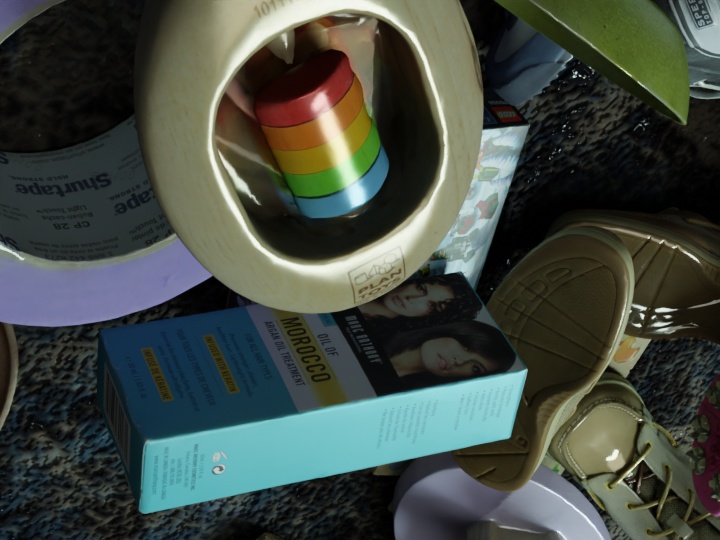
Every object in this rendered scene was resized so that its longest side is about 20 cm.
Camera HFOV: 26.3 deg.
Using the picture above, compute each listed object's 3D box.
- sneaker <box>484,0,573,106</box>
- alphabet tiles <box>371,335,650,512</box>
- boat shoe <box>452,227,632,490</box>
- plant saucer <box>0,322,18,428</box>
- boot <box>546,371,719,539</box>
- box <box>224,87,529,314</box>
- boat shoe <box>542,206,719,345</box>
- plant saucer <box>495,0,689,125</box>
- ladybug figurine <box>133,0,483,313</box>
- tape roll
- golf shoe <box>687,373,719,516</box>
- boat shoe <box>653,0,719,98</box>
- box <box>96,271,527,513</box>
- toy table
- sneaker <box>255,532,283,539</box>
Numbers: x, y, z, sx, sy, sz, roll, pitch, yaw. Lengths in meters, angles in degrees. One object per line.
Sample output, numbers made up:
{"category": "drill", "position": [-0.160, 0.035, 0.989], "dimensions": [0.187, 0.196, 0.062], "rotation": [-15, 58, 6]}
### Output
{"category": "sneaker", "position": [0.092, -0.171, 0.720], "dimensions": [0.082, 0.070, 0.201], "rotation": [21, 123, -12]}
{"category": "alphabet tiles", "position": [0.100, 0.082, 0.988], "dimensions": [0.165, 0.006, 0.201], "rotation": [7, 124, -37]}
{"category": "boat shoe", "position": [0.105, 0.041, 0.872], "dimensions": [0.065, 0.071, 0.201], "rotation": [-47, 166, -43]}
{"category": "plant saucer", "position": [-0.257, 0.052, 0.700], "dimensions": [0.199, 0.037, 0.201], "rotation": [-18, 135, -19]}
{"category": "boot", "position": [0.199, 0.155, 0.999], "dimensions": [0.072, 0.155, 0.200], "rotation": [-42, 143, 5]}
{"category": "box", "position": [0.000, 0.000, 0.820], "dimensions": [0.136, 0.040, 0.201], "rotation": [-8, 132, -27]}
{"category": "boat shoe", "position": [0.190, 0.000, 0.931], "dimensions": [0.199, 0.065, 0.071], "rotation": [18, 125, -24]}
{"category": "plant saucer", "position": [0.058, -0.129, 0.624], "dimensions": [0.199, 0.200, 0.031], "rotation": [27, 102, -45]}
{"category": "ladybug figurine", "position": [-0.023, -0.064, 0.596], "dimensions": [0.135, 0.072, 0.201], "rotation": [-27, 138, -9]}
{"category": "tape roll", "position": [-0.115, -0.080, 0.638], "dimensions": [0.199, 0.085, 0.201], "rotation": [-18, 136, -18]}
{"category": "golf shoe", "position": [0.263, 0.068, 0.910], "dimensions": [0.091, 0.076, 0.201], "rotation": [6, 124, -22]}
{"category": "boat shoe", "position": [0.184, -0.123, 0.798], "dimensions": [0.068, 0.074, 0.199], "rotation": [-18, 178, 31]}
{"category": "box", "position": [-0.024, 0.057, 0.766], "dimensions": [0.199, 0.082, 0.049], "rotation": [-9, 132, -22]}
{"category": "toy table", "position": [0.097, 0.213, 0.974], "dimensions": [0.183, 0.118, 0.200], "rotation": [-35, 123, 27]}
{"category": "sneaker", "position": [-0.043, 0.254, 1.002], "dimensions": [0.112, 0.071, 0.200], "rotation": [-43, 131, 3]}
